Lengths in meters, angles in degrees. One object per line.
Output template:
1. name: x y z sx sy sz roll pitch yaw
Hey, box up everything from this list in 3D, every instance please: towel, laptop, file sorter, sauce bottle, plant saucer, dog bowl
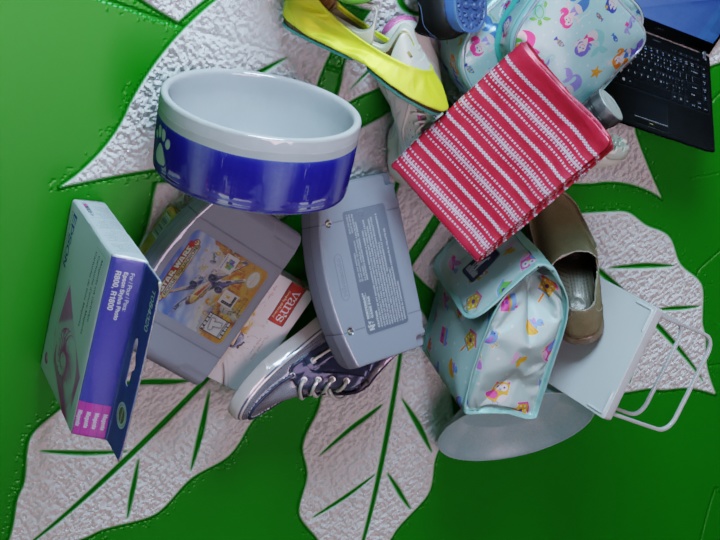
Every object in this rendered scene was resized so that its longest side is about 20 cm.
1. towel: 0.145 -0.120 1.444 0.200 0.022 0.145 -42 87 24
2. laptop: 0.369 -0.260 1.601 0.177 0.103 0.201 13 68 -30
3. file sorter: 0.295 0.087 1.680 0.124 0.200 0.139 20 98 -37
4. sauce bottle: 0.184 -0.118 1.476 0.200 0.065 0.065 -38 129 26
5. plant saucer: 0.189 0.180 1.737 0.200 0.039 0.201 -10 151 -5
6. dog bowl: -0.103 -0.130 1.381 0.199 0.200 0.079 -1 117 -26

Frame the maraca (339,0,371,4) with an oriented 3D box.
1. maraca: -0.036 -0.352 1.362 0.200 0.107 0.137 53 49 -21

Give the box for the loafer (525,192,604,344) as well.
1. loafer: 0.242 -0.016 1.616 0.076 0.201 0.067 -12 155 -6

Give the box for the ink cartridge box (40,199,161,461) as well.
1. ink cartridge box: -0.264 0.056 1.395 0.043 0.200 0.197 5 111 -28

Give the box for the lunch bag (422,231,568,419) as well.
1. lunch bag: 0.155 0.045 1.610 0.121 0.170 0.201 4 114 -18

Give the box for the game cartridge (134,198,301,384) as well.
1. game cartridge: -0.167 0.012 1.472 0.133 0.042 0.200 32 94 -39

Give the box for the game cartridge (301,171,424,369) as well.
1. game cartridge: 0.000 0.000 1.528 0.133 0.040 0.201 -15 95 -47

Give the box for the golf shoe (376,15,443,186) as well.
1. golf shoe: 0.067 -0.174 1.509 0.075 0.092 0.201 -19 120 -15

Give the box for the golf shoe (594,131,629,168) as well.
1. golf shoe: 0.197 -0.113 1.552 0.199 0.078 0.098 1 111 12

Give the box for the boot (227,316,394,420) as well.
1. boot: -0.049 0.117 1.568 0.200 0.090 0.073 -42 163 -15

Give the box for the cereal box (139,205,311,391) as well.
1. cereal box: -0.166 0.035 1.529 0.200 0.040 0.144 30 98 -34

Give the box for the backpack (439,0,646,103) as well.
1. backpack: 0.192 -0.250 1.503 0.200 0.151 0.177 -45 119 8

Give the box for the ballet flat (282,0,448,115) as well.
1. ballet flat: 0.015 -0.233 1.428 0.200 0.067 0.067 30 114 -4

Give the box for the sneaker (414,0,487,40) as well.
1. sneaker: 0.087 -0.339 1.448 0.070 0.078 0.201 5 87 -42
